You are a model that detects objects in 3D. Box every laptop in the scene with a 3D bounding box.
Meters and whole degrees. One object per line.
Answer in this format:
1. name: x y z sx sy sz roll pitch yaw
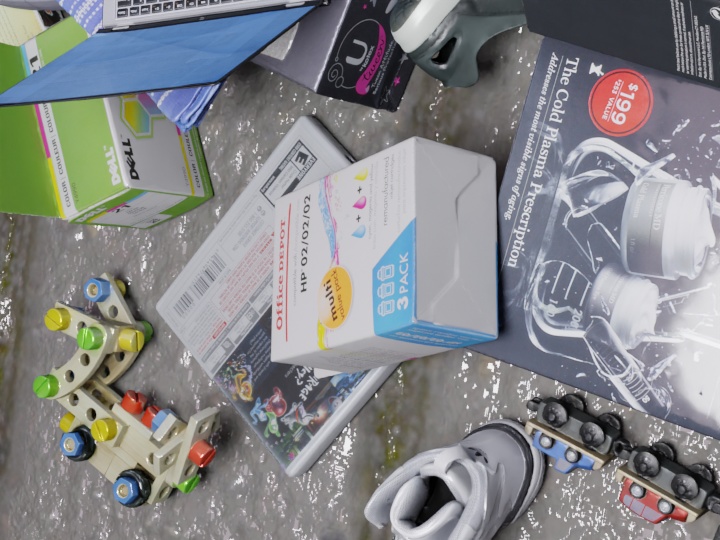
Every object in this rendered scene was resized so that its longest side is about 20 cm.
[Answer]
1. laptop: -0.125 -0.196 0.844 0.187 0.116 0.201 0 86 31

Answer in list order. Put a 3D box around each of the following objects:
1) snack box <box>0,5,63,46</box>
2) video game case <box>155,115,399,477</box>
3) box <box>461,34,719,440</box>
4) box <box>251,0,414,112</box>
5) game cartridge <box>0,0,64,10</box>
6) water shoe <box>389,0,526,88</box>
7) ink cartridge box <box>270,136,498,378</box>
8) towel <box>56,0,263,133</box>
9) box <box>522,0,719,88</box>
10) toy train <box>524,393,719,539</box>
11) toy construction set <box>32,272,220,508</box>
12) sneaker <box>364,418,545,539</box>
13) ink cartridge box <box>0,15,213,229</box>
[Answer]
1. snack box: -0.297 -0.176 1.143 0.116 0.037 0.200 -34 72 24
2. video game case: -0.043 0.019 0.994 0.182 0.023 0.200 48 110 23
3. box: 0.182 -0.022 0.813 0.182 0.104 0.200 18 98 29
4. box: -0.016 -0.231 0.932 0.132 0.115 0.200 29 102 28
5. game cartridge: -0.216 -0.281 1.079 0.200 0.040 0.134 -9 79 18
6. water shoe: 0.109 -0.208 0.894 0.200 0.072 0.079 -44 110 7
7. ink cartridge box: 0.000 0.000 0.866 0.200 0.068 0.115 -20 65 53
8. towel: -0.142 -0.208 0.932 0.200 0.024 0.145 45 111 25
9. box: 0.198 -0.214 0.773 0.141 0.079 0.200 25 68 27
10. toy train: 0.188 0.136 0.847 0.200 0.034 0.046 29 115 28
11. toy construction set: -0.174 0.104 1.036 0.200 0.092 0.131 39 108 37
12. sneaker: 0.038 0.187 0.885 0.075 0.115 0.200 37 107 27
13. ink cartridge box: -0.213 -0.115 0.996 0.076 0.200 0.148 -21 78 28
